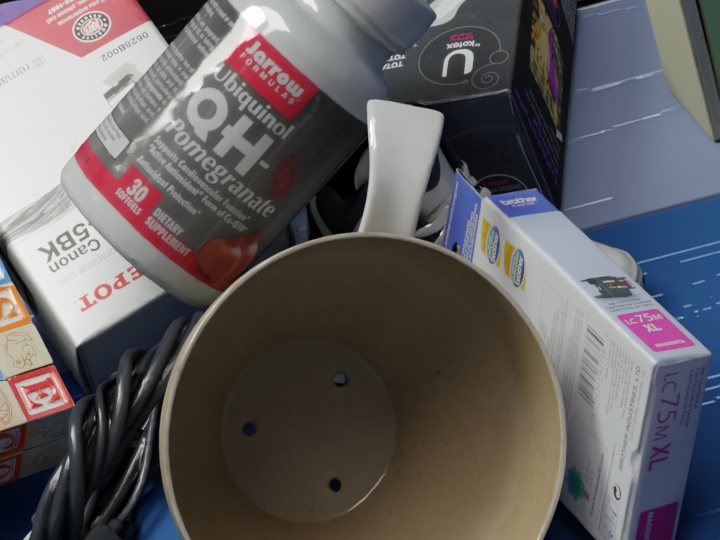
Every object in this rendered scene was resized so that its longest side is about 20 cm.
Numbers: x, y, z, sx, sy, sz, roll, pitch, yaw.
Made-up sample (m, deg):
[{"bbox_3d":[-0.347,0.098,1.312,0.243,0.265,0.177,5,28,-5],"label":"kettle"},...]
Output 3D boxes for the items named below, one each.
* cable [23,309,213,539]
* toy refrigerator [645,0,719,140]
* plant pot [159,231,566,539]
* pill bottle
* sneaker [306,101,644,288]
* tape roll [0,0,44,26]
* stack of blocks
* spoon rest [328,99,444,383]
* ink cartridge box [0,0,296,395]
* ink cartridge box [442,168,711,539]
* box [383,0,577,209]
[{"bbox_3d":[-0.125,0.088,1.408,0.051,0.164,0.200,32,58,11],"label":"cable"},{"bbox_3d":[0.199,-0.175,1.516,0.076,0.201,0.070,-25,40,-6],"label":"toy refrigerator"},{"bbox_3d":[-0.012,0.084,1.361,0.200,0.201,0.134,-33,7,-13],"label":"plant pot"},{"bbox_3d":[-0.055,-0.087,1.429,0.200,0.111,0.111,-48,42,7],"label":"pill bottle"},{"bbox_3d":[0.050,-0.029,1.474,0.198,0.130,0.080,13,52,33],"label":"sneaker"},{"bbox_3d":[-0.222,-0.082,1.697,0.199,0.066,0.201,-12,41,11],"label":"tape roll"},{"bbox_3d":[-0.248,0.028,1.478,0.115,0.059,0.201,-18,61,-24],"label":"stack of blocks"},{"bbox_3d":[0.000,0.000,1.419,0.099,0.201,0.061,10,49,-7],"label":"spoon rest"},{"bbox_3d":[-0.147,-0.051,1.556,0.146,0.083,0.200,-32,69,-12],"label":"ink cartridge box"},{"bbox_3d":[0.101,0.042,1.384,0.042,0.120,0.200,-11,35,-29],"label":"ink cartridge box"},{"bbox_3d":[0.054,-0.125,1.594,0.121,0.106,0.201,-8,43,18],"label":"box"}]
